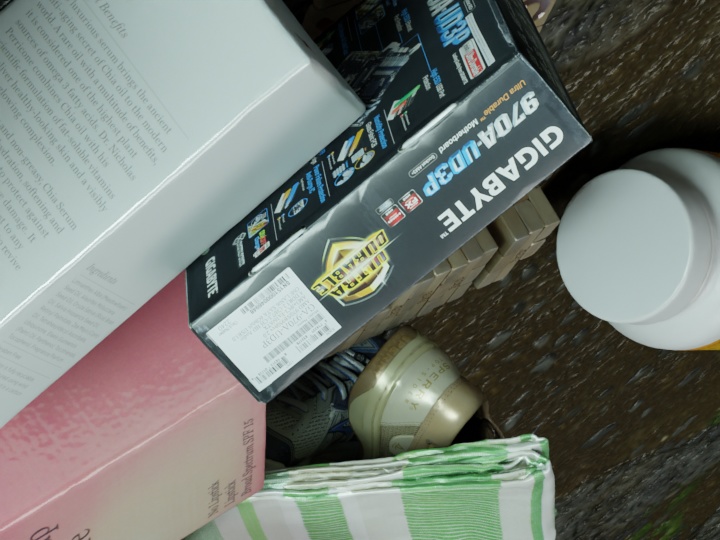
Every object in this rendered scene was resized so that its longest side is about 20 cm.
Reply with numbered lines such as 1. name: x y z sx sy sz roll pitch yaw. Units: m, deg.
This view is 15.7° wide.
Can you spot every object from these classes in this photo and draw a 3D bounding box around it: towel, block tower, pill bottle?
1. towel: -0.002 0.123 1.293 0.199 0.024 0.153 -8 160 3
2. block tower: 0.000 0.000 1.257 0.199 0.058 0.054 -22 161 -31
3. pill bottle: 0.191 -0.011 1.463 0.111 0.111 0.200 -48 156 22

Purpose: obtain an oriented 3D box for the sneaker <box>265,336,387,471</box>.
1. sneaker: -0.029 0.059 1.337 0.085 0.077 0.200 -54 162 12

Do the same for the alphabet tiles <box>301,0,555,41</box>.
1. alphabet tiles: 0.023 -0.094 1.190 0.167 0.008 0.200 -22 152 -35

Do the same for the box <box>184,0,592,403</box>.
1. box: 0.002 -0.049 1.024 0.159 0.046 0.200 -39 -160 10

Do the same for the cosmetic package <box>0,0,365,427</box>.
1. cosmetic package: -0.109 -0.039 0.971 0.200 0.102 0.071 -40 158 6

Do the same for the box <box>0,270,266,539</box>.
1. box: -0.150 0.079 1.123 0.199 0.109 0.128 -31 157 -18

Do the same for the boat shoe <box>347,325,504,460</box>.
1. boat shoe: 0.038 0.095 1.347 0.071 0.064 0.200 -52 162 -12
